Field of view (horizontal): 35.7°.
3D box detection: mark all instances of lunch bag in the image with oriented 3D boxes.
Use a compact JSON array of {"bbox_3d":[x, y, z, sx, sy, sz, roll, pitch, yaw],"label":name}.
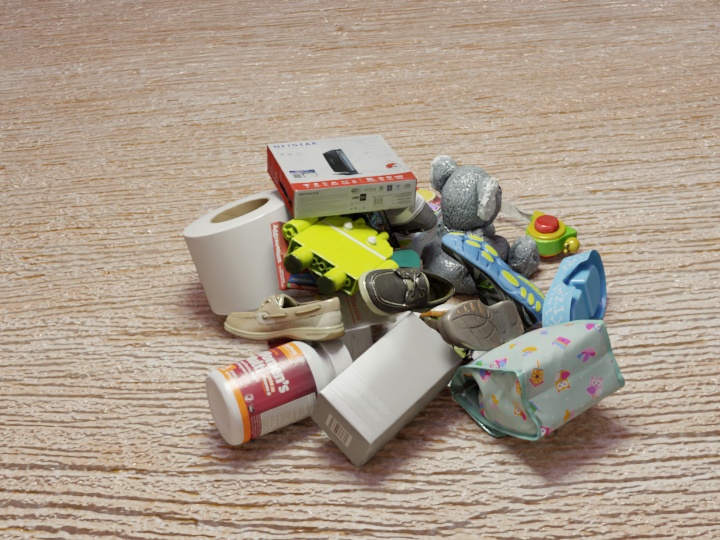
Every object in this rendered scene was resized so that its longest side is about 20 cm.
[{"bbox_3d":[0.238,0.148,1.557,0.169,0.123,0.199,-26,9,-25],"label":"lunch bag"}]

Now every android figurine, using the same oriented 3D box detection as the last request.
[{"bbox_3d":[-0.027,-0.029,1.679,0.181,0.041,0.200,32,34,18],"label":"android figurine"}]

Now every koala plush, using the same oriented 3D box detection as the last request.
[{"bbox_3d":[0.180,-0.082,1.825,0.182,0.202,0.177,-24,39,-24],"label":"koala plush"}]

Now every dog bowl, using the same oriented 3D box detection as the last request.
[{"bbox_3d":[0.326,0.050,1.702,0.049,0.113,0.201,-2,33,30],"label":"dog bowl"}]

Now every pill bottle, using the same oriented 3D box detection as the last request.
[{"bbox_3d":[-0.113,0.165,1.597,0.198,0.111,0.110,-19,37,-24],"label":"pill bottle"}]

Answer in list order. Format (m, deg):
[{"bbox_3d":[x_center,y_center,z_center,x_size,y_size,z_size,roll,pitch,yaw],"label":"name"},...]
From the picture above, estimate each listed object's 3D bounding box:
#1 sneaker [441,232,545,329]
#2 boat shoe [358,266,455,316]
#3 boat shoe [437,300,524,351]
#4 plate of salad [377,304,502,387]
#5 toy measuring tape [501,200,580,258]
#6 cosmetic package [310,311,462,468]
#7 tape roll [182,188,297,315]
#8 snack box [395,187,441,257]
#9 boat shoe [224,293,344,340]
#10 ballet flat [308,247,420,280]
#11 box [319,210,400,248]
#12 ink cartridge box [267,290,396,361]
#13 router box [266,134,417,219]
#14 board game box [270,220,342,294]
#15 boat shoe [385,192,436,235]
[{"bbox_3d":[0.197,0.019,1.731,0.199,0.083,0.071,42,34,6],"label":"sneaker"},{"bbox_3d":[0.070,0.024,1.609,0.065,0.073,0.200,-24,-16,29],"label":"boat shoe"},{"bbox_3d":[0.164,0.088,1.610,0.073,0.075,0.199,-26,-17,33],"label":"boat shoe"},{"bbox_3d":[0.122,0.105,1.704,0.197,0.049,0.201,-4,35,3],"label":"plate of salad"},{"bbox_3d":[0.287,-0.070,1.909,0.073,0.074,0.199,-32,43,-32],"label":"toy measuring tape"},{"bbox_3d":[0.038,0.163,1.559,0.107,0.091,0.199,44,57,16],"label":"cosmetic package"},{"bbox_3d":[-0.173,-0.034,1.811,0.200,0.141,0.203,-17,16,5],"label":"tape roll"},{"bbox_3d":[0.059,-0.075,1.961,0.141,0.054,0.200,16,43,30],"label":"snack box"},{"bbox_3d":[-0.113,0.065,1.632,0.198,0.066,0.072,0,10,31],"label":"boat shoe"},{"bbox_3d":[0.000,0.000,1.769,0.197,0.069,0.067,1,-12,-25],"label":"ballet flat"},{"bbox_3d":[-0.037,-0.095,1.851,0.198,0.137,0.038,24,65,32],"label":"box"},{"bbox_3d":[-0.046,0.093,1.727,0.197,0.068,0.117,-11,32,-5],"label":"ink cartridge box"},{"bbox_3d":[-0.034,-0.151,1.761,0.197,0.049,0.180,-7,31,-17],"label":"router box"},{"bbox_3d":[-0.071,-0.015,1.756,0.019,0.104,0.199,-16,-12,29],"label":"board game box"},{"bbox_3d":[0.074,-0.087,1.847,0.070,0.066,0.200,-53,14,-15],"label":"boat shoe"}]
